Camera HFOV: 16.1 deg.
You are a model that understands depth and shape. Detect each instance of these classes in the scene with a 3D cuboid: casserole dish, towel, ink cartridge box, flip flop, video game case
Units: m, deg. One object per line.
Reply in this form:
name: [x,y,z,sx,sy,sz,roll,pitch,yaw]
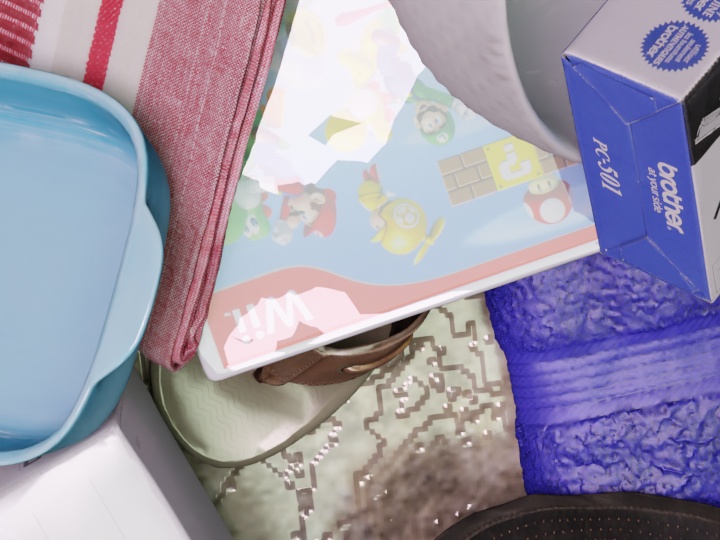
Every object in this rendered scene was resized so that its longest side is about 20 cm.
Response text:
casserole dish: [-0.137,-0.007,0.801,0.200,0.039,0.121,12,85,31]
towel: [0.120,0.013,0.909,0.148,0.050,0.200,-13,99,-3]
ink cartridge box: [0.139,-0.094,0.770,0.044,0.094,0.200,26,63,29]
flip flop: [0.000,0.000,0.875,0.200,0.058,0.081,-36,104,24]
video game case: [-0.015,-0.080,0.825,0.143,0.017,0.200,-19,98,3]
towel: [-0.118,-0.073,0.825,0.200,0.023,0.144,30,121,22]

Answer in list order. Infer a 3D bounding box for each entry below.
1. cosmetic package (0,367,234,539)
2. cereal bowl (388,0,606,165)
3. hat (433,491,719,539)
cosmetic package: [-0.115,0.171,0.842,0.200,0.123,0.199,-30,100,1]
cereal bowl: [0.067,-0.137,0.755,0.083,0.200,0.200,23,98,31]
hat: [0.091,0.174,0.857,0.200,0.201,0.081,5,140,-5]
